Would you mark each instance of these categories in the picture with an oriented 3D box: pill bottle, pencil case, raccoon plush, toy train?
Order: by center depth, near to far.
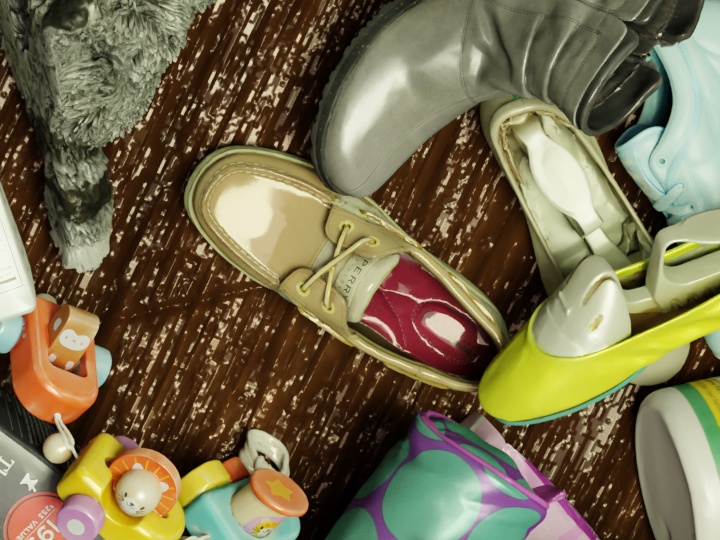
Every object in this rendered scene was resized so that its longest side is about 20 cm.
[{"bbox_3d":[-0.096,0.083,1.320,0.200,0.150,0.056,28,127,-30],"label":"toy train"},{"bbox_3d":[0.014,0.173,1.323,0.092,0.085,0.200,32,92,-18],"label":"pencil case"},{"bbox_3d":[-0.109,-0.111,1.335,0.134,0.097,0.200,-18,135,-21],"label":"raccoon plush"},{"bbox_3d":[0.260,0.101,1.420,0.199,0.113,0.113,-12,104,-10],"label":"pill bottle"}]

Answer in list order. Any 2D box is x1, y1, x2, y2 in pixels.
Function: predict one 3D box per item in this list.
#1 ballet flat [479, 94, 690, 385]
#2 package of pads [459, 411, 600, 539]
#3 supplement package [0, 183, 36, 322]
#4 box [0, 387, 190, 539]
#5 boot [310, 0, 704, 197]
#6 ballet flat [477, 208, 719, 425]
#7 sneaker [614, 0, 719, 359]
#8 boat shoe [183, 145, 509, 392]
[{"bbox_3d":[0.123,-0.016,1.392,0.069,0.069,0.200,-33,106,-3],"label":"ballet flat"},{"bbox_3d":[0.031,0.183,1.409,0.200,0.076,0.121,-41,108,-1],"label":"package of pads"},{"bbox_3d":[-0.258,-0.070,1.237,0.147,0.191,0.200,-19,105,-8],"label":"supplement package"},{"bbox_3d":[-0.188,0.189,1.351,0.182,0.104,0.200,38,92,-17],"label":"box"},{"bbox_3d":[0.073,-0.100,1.318,0.200,0.132,0.070,-53,144,0],"label":"boot"},{"bbox_3d":[0.147,0.012,1.333,0.200,0.067,0.067,-22,132,0],"label":"ballet flat"},{"bbox_3d":[0.175,-0.048,1.396,0.082,0.074,0.201,-4,91,-10],"label":"sneaker"},{"bbox_3d":[0.000,0.000,1.369,0.200,0.066,0.074,29,94,-16],"label":"boat shoe"}]
